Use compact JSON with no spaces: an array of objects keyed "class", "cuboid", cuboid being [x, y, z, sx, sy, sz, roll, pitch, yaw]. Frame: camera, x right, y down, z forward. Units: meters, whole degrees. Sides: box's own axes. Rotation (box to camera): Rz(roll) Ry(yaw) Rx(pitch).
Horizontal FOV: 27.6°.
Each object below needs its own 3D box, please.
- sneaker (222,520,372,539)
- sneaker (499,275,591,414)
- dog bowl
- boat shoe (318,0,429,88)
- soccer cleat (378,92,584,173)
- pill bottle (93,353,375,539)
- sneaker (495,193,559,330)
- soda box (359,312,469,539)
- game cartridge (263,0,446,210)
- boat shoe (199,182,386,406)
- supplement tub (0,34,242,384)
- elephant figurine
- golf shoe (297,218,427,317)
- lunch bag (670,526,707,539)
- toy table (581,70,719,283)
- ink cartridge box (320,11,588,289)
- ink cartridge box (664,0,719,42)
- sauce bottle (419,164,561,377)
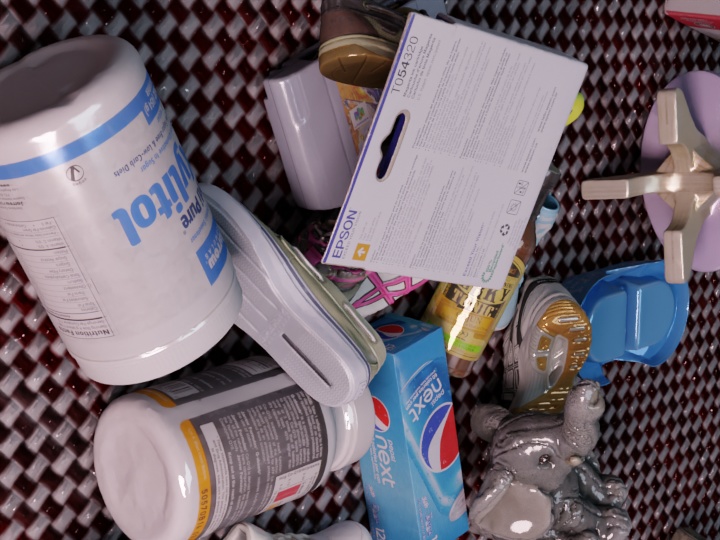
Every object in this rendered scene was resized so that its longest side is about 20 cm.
[{"class":"sneaker","cuboid":[-0.066,0.241,1.185,0.199,0.078,0.100,-26,114,-40]},{"class":"sneaker","cuboid":[0.168,0.097,1.390,0.075,0.088,0.201,3,122,-18]},{"class":"dog bowl","cuboid":[0.259,0.047,1.488,0.199,0.049,0.113,-13,108,-43]},{"class":"boat shoe","cuboid":[0.037,-0.174,1.143,0.199,0.073,0.066,5,78,-59]},{"class":"soccer cleat","cuboid":[0.102,-0.102,1.218,0.199,0.065,0.084,-21,106,-25]},{"class":"pill bottle","cuboid":[-0.090,0.127,1.101,0.199,0.116,0.118,-14,109,-42]},{"class":"sneaker","cuboid":[0.136,-0.038,1.319,0.074,0.082,0.202,-12,108,-42]},{"class":"soda box","cuboid":[0.040,0.145,1.274,0.064,0.067,0.202,-27,117,-38]},{"class":"game cartridge","cuboid":[0.011,-0.139,1.204,0.200,0.041,0.134,-37,120,-34]},{"class":"boat shoe","cuboid":[-0.062,0.015,1.095,0.200,0.072,0.062,50,36,2]},{"class":"supplement tub","cuboid":[-0.171,-0.040,0.973,0.132,0.131,0.201,-43,127,-30]},{"class":"elephant figurine","cuboid":[0.153,0.173,1.310,0.155,0.141,0.200,-42,131,-5]},{"class":"golf shoe","cuboid":[0.000,0.000,1.212,0.199,0.073,0.092,-12,142,-50]},{"class":"lunch bag","cuboid":[0.396,0.413,1.659,0.168,0.139,0.200,-53,133,-1]},{"class":"toy table","cuboid":[0.322,-0.092,1.447,0.117,0.183,0.202,-18,94,-58]},{"class":"ink cartridge box","cuboid":[0.066,-0.090,1.124,0.199,0.043,0.198,9,108,-41]},{"class":"ink cartridge box","cuboid":[0.432,-0.273,1.520,0.199,0.147,0.086,9,94,-47]},{"class":"sauce bottle","cuboid":[0.110,-0.006,1.273,0.064,0.065,0.201,9,111,-46]}]
